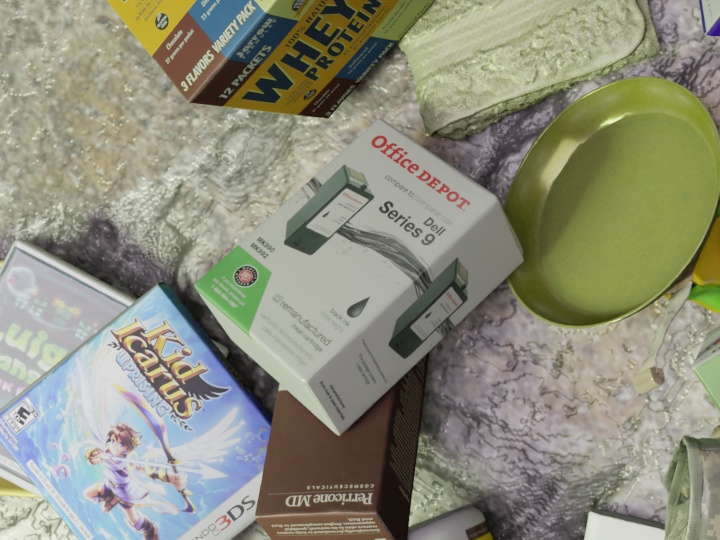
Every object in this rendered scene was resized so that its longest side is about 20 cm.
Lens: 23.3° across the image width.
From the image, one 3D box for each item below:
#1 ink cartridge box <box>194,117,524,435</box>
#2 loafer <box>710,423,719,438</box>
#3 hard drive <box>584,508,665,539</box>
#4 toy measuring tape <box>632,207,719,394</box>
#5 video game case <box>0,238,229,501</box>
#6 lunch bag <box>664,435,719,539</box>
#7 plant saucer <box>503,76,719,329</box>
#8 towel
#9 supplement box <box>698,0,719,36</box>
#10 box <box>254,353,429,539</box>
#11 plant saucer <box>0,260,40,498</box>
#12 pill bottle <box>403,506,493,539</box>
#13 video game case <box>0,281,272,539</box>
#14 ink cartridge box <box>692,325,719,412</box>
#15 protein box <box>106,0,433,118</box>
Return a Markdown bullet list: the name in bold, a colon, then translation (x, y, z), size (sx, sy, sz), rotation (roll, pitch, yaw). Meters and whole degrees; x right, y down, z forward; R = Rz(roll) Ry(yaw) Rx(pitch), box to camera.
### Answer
- **ink cartridge box**: translation (0.000, 0.000, 1.312), size (0.200, 0.084, 0.146), rotation (-43, 51, -12)
- **loafer**: translation (0.354, 0.104, 1.260), size (0.200, 0.076, 0.068), rotation (-27, 89, 29)
- **hard drive**: translation (0.222, 0.295, 1.331), size (0.132, 0.026, 0.201), rotation (11, 94, 19)
- **toy measuring tape**: translation (0.255, 0.023, 1.255), size (0.073, 0.074, 0.200), rotation (15, 53, 18)
- **video game case**: translation (-0.238, 0.099, 1.444), size (0.200, 0.023, 0.182), rotation (28, 91, 0)
- **lunch bag**: translation (0.295, 0.205, 1.223), size (0.164, 0.118, 0.201), rotation (5, 108, 1)
- **plant saucer**: translation (0.190, -0.047, 1.291), size (0.200, 0.031, 0.200), rotation (-25, 53, 37)
- **towel**: translation (0.120, -0.199, 1.352), size (0.200, 0.036, 0.149), rotation (-22, 83, 18)
- **supplement box**: translation (0.338, -0.221, 1.185), size (0.199, 0.103, 0.101), rotation (1, 69, -14)
- **box**: translation (-0.011, 0.114, 1.334), size (0.100, 0.075, 0.200), rotation (-5, 56, 19)
- **plant saucer**: translation (-0.333, 0.090, 1.510), size (0.199, 0.048, 0.201), rotation (1, 92, 19)
- **pill bottle**: translation (0.077, 0.290, 1.337), size (0.109, 0.109, 0.200), rotation (-24, 83, 18)
- **video game case**: translation (-0.169, 0.142, 1.413), size (0.181, 0.045, 0.200), rotation (-39, 91, 1)
- **ink cartridge box**: translation (0.291, 0.057, 1.209), size (0.104, 0.200, 0.059), rotation (-33, 87, 17)
- **protein box**: translation (-0.089, -0.235, 1.320), size (0.135, 0.200, 0.199), rotation (-47, 70, 22)
